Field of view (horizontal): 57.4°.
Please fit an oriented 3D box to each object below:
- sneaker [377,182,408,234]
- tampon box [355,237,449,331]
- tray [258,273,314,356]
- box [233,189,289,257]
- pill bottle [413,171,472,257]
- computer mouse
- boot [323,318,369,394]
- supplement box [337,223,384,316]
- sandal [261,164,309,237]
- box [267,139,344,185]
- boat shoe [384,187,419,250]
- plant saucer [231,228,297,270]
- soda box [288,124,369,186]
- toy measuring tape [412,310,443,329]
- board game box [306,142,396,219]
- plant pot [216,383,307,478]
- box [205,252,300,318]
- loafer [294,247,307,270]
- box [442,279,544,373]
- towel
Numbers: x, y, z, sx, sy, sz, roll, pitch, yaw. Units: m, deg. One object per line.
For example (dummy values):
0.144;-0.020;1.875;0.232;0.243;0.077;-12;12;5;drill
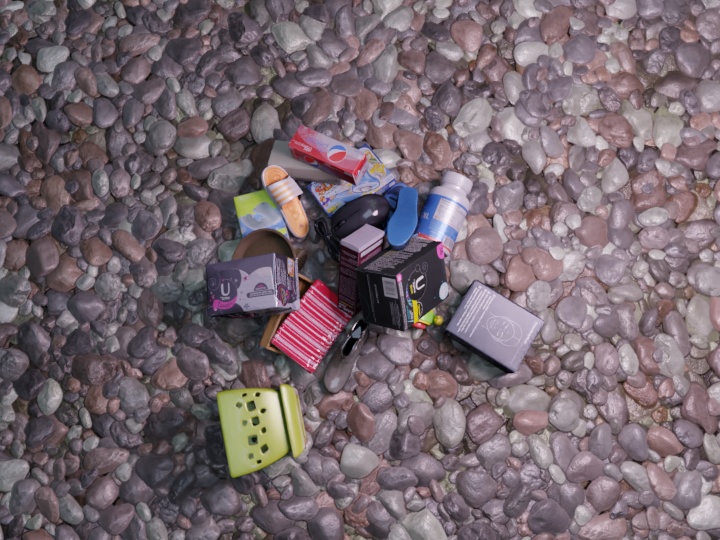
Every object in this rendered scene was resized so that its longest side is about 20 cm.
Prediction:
0.068;-0.145;1.708;0.074;0.082;0.201;30;81;8;sneaker
0.105;0.028;1.584;0.125;0.200;0.151;11;121;39;tampon box
-0.178;0.112;1.672;0.037;0.098;0.202;14;79;41;tray
-0.255;-0.108;1.735;0.121;0.048;0.202;-15;80;-2;box
0.213;-0.145;1.685;0.111;0.112;0.201;23;82;6;pill bottle
-0.017;-0.125;1.649;0.199;0.053;0.139;-33;68;5;computer mouse
-0.040;0.210;1.632;0.067;0.131;0.201;27;83;7;boot
0.000;0.000;1.618;0.061;0.202;0.109;24;38;28;supplement box
-0.177;-0.181;1.695;0.079;0.059;0.208;-40;113;-28;sandal
-0.136;-0.283;1.724;0.198;0.068;0.083;10;71;17;box
0.116;-0.119;1.630;0.083;0.069;0.201;12;52;14;boat shoe
-0.240;-0.005;1.654;0.198;0.029;0.202;-3;82;26;plant saucer
-0.079;-0.288;1.641;0.199;0.063;0.070;26;76;20;soda box
0.115;0.103;1.672;0.198;0.074;0.074;15;82;5;toy measuring tape
-0.024;-0.226;1.736;0.199;0.034;0.136;-37;69;-3;board game box
-0.229;0.373;1.588;0.180;0.199;0.202;-11;80;-5;plant pot
-0.260;0.042;1.579;0.198;0.115;0.134;-8;80;24;box
-0.222;0.006;1.697;0.200;0.076;0.068;-43;74;2;loafer
0.327;0.141;1.636;0.199;0.107;0.149;32;83;8;box
-0.115;0.140;1.657;0.144;0.022;0.201;42;75;-20;towel
